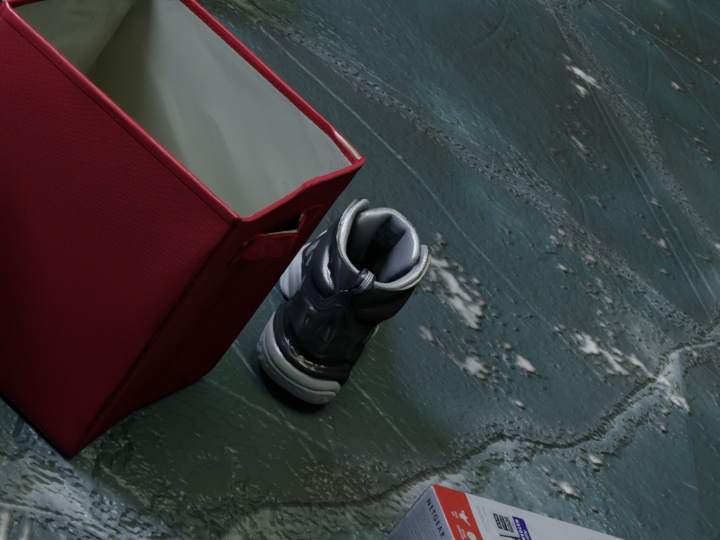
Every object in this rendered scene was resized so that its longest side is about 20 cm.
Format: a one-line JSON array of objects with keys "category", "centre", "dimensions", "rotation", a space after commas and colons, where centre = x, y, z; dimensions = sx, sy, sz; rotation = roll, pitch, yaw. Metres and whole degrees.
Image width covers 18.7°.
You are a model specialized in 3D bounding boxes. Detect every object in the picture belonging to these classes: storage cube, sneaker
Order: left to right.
[{"category": "storage cube", "centre": [-0.138, -0.039, 1.222], "dimensions": [0.200, 0.180, 0.171], "rotation": [41, 26, 9]}, {"category": "sneaker", "centre": [0.000, 0.000, 1.412], "dimensions": [0.075, 0.114, 0.200], "rotation": [35, 26, -6]}]

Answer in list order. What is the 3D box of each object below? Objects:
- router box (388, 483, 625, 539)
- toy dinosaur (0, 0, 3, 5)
[{"category": "router box", "centre": [0.124, 0.229, 1.274], "dimensions": [0.179, 0.049, 0.201], "rotation": [19, 32, -35]}, {"category": "toy dinosaur", "centre": [-0.233, -0.184, 1.281], "dimensions": [0.076, 0.102, 0.201], "rotation": [11, 63, 0]}]
